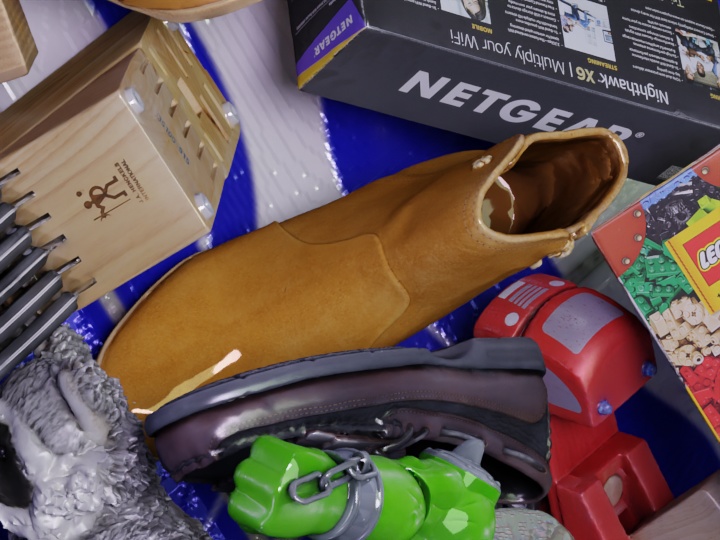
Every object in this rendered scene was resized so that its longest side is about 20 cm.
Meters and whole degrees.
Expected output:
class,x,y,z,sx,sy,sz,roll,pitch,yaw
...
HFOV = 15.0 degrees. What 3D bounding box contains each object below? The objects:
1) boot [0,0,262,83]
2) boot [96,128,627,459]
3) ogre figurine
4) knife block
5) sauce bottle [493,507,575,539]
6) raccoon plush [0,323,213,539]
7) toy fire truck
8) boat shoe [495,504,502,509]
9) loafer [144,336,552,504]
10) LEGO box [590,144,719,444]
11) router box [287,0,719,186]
class,x,y,z,sx,sy,sz,roll,pitch,yaw
boot,-0.095,-0.161,1.022,0.200,0.071,0.145,-19,108,0
boot,0.001,0.000,1.058,0.201,0.144,0.071,-31,94,-36
ogre figurine,0.000,0.136,0.962,0.120,0.098,0.201,-22,106,-39
knife block,-0.139,-0.013,1.034,0.064,0.175,0.200,58,13,-16
sauce bottle,0.084,0.167,1.109,0.065,0.064,0.200,-63,148,-23
raccoon plush,-0.065,0.095,1.024,0.199,0.097,0.135,6,98,-37
toy fire truck,0.125,0.104,1.137,0.049,0.141,0.201,-38,129,-33
boat shoe,0.017,0.147,1.109,0.074,0.066,0.200,33,67,-29
loafer,0.007,0.064,1.004,0.200,0.072,0.063,-5,75,-49
LEGO box,0.186,0.051,1.137,0.149,0.077,0.200,60,8,26
router box,0.060,-0.131,1.150,0.199,0.052,0.158,13,55,-32
